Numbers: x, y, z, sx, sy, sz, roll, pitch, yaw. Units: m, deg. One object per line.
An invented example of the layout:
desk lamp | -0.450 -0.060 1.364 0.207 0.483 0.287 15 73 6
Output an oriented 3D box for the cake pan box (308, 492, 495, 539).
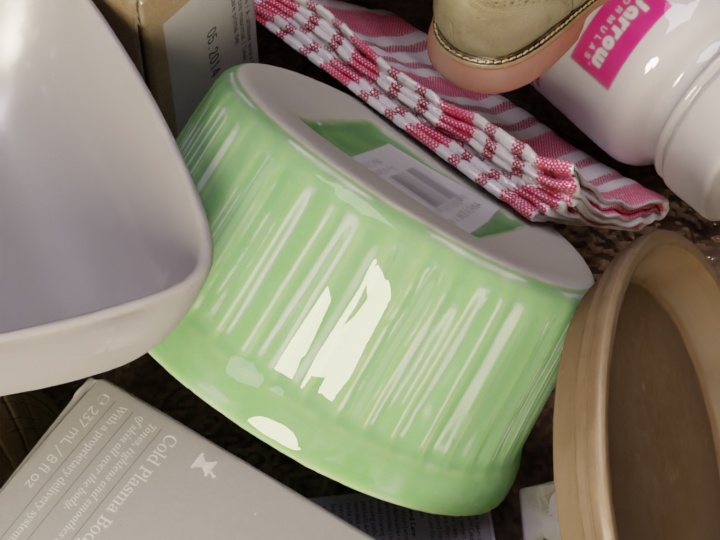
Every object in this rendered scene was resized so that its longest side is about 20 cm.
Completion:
cake pan box | -0.025 0.188 0.675 0.183 0.052 0.201 -8 58 -1

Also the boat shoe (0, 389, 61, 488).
boat shoe | -0.176 0.096 0.677 0.064 0.200 0.072 -22 95 18

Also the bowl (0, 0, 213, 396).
bowl | -0.169 -0.026 0.608 0.198 0.075 0.201 -9 50 -29

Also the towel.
towel | 0.045 -0.082 0.800 0.200 0.146 0.030 38 106 22

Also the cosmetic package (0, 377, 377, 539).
cosmetic package | -0.045 0.141 0.627 0.199 0.090 0.107 25 58 19

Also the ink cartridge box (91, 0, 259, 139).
ink cartridge box | -0.128 -0.114 0.779 0.164 0.201 0.075 33 62 19

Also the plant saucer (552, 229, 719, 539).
plant saucer | 0.122 0.085 0.667 0.029 0.200 0.201 -9 52 30

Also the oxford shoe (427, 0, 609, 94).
oxford shoe | 0.103 -0.162 0.744 0.071 0.074 0.200 28 61 20

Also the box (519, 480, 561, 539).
box | 0.090 0.174 0.664 0.038 0.042 0.201 -9 48 8

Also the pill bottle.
pill bottle | 0.131 -0.124 0.831 0.113 0.114 0.200 -35 63 -19

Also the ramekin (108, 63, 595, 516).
ramekin | 0.000 0.000 0.696 0.200 0.200 0.098 37 105 22
